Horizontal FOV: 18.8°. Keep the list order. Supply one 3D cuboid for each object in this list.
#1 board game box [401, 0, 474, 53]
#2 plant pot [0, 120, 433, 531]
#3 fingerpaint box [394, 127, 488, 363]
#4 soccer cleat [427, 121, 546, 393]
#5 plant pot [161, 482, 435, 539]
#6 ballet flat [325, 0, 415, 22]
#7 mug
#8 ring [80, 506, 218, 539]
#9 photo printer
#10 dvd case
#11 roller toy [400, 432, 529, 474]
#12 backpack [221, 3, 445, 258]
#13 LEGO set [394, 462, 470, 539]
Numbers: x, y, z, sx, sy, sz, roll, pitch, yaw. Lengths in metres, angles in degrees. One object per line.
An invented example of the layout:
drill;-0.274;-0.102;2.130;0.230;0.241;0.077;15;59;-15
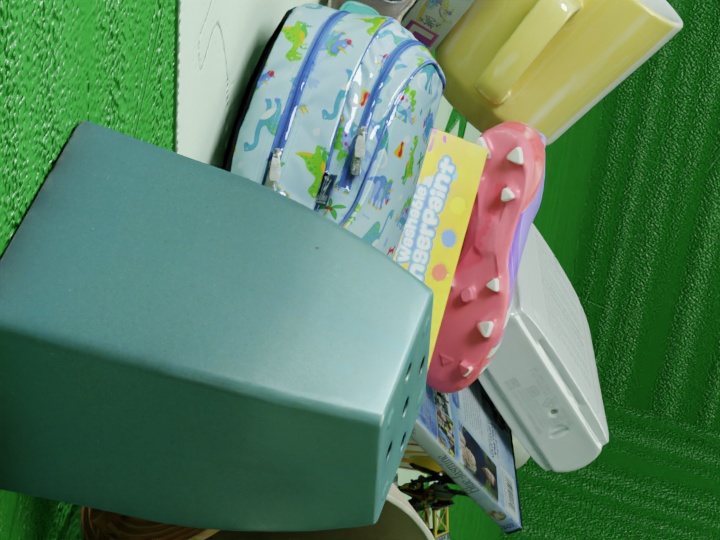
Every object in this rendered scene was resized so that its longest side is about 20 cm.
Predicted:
board game box;0.056;-0.216;1.653;0.200;0.034;0.135;-47;-162;56
plant pot;-0.070;0.042;1.093;0.142;0.199;0.142;92;16;-49
fingerpaint box;0.000;0.000;1.544;0.167;0.073;0.201;1;-106;65
soccer cleat;0.093;-0.009;1.561;0.076;0.066;0.201;-12;117;-62
plant pot;-0.065;0.145;1.306;0.200;0.186;0.188;-117;-149;-56
ballet flat;-0.002;-0.183;1.564;0.201;0.068;0.067;-64;-175;-32
mug;0.123;-0.176;1.601;0.153;0.150;0.186;-49;146;17
ring;-0.084;0.081;1.226;0.019;0.200;0.201;48;44;-26
photo printer;0.130;0.040;1.734;0.167;0.069;0.201;55;18;-30
dvd case;0.068;0.094;1.641;0.200;0.017;0.143;47;29;-45
roller toy;0.064;0.110;1.926;0.183;0.198;0.141;68;29;-73
backpack;-0.025;-0.071;1.407;0.163;0.153;0.202;46;46;-68
LEGO set;-0.012;0.185;1.671;0.199;0.153;0.117;-9;101;-48
